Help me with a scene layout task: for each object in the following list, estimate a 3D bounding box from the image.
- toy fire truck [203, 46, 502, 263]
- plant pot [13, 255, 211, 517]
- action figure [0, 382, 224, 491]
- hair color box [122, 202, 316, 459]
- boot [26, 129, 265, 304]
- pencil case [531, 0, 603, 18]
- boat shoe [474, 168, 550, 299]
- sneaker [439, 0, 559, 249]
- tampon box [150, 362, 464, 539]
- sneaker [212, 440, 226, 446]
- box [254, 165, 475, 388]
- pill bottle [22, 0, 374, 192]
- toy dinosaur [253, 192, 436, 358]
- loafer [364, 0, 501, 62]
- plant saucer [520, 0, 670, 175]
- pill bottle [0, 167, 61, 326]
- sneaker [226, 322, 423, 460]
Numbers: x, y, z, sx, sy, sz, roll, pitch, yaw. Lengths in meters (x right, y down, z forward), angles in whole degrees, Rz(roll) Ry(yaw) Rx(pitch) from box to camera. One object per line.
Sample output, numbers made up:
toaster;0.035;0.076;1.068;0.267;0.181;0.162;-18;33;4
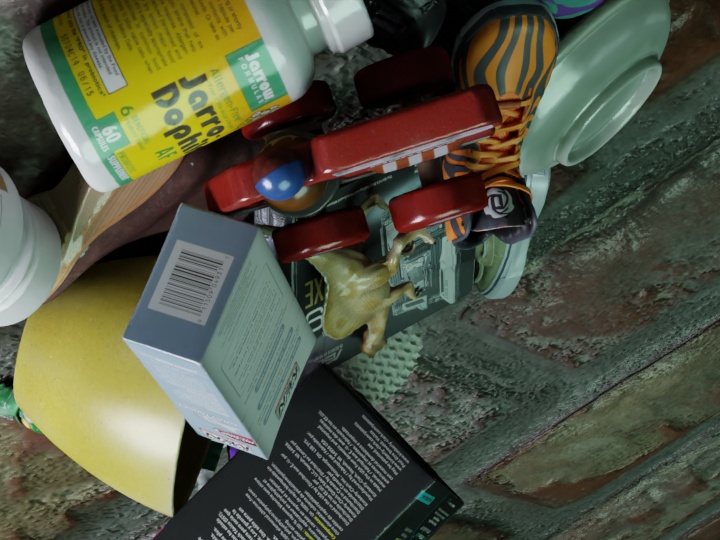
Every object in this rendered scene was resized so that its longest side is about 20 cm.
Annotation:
toy fire truck;-0.007;-0.075;1.137;0.198;0.113;0.168;-15;178;6
plant pot;-0.181;0.073;1.356;0.141;0.201;0.200;14;150;4
action figure;-0.215;0.137;1.481;0.199;0.055;0.118;20;175;-2
hair color box;-0.090;0.045;1.200;0.200;0.060;0.100;67;43;-65
boot;-0.152;-0.038;1.286;0.166;0.073;0.200;4;137;-43
pencil case;0.099;-0.232;1.144;0.092;0.085;0.200;-39;152;18
boat shoe;0.116;-0.046;1.540;0.061;0.072;0.201;4;145;-5
sneaker;0.100;-0.087;1.227;0.077;0.113;0.201;-2;145;-9
tampon box;-0.042;0.196;1.368;0.200;0.126;0.150;-44;162;-2
sneaker;-0.095;0.090;1.572;0.199;0.078;0.100;-24;159;-25
box;0.007;-0.022;1.362;0.199;0.050;0.159;-26;131;-37
pill bottle;-0.098;-0.139;1.105;0.199;0.113;0.113;-26;154;-1
toy dinosaur;0.000;0.000;1.278;0.101;0.058;0.200;-51;142;-10
loafer;0.049;-0.173;1.231;0.072;0.063;0.199;-40;151;28
plant saucer;0.177;-0.135;1.363;0.200;0.050;0.200;-41;165;-14
pill bottle;-0.281;-0.031;1.134;0.114;0.115;0.200;-32;154;13
sneaker;-0.041;0.094;1.495;0.200;0.099;0.070;-43;123;-6
